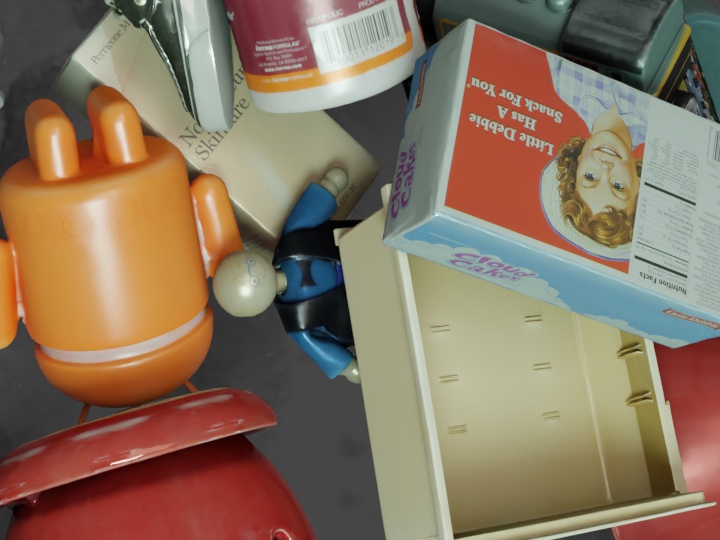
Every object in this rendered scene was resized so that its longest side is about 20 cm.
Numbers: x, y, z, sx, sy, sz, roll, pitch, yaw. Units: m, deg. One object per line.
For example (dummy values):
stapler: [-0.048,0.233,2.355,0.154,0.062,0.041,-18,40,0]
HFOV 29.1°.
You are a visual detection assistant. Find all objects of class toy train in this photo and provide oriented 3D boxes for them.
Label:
toy train: [0.113,-0.138,0.856,0.198,0.114,0.086,23,66,25]

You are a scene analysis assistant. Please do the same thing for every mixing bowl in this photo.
mixing bowl: [0.242,0.111,0.955,0.200,0.107,0.203,33,50,-50]

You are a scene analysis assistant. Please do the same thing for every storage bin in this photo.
storage bin: [0.099,0.055,0.820,0.196,0.094,0.203,-5,79,-26]

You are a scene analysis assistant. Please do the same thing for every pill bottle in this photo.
pill bottle: [-0.037,-0.205,0.811,0.113,0.114,0.203,-24,112,-23]

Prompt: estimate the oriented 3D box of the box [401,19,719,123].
box: [0.131,-0.119,0.945,0.038,0.198,0.139,-15,87,-59]

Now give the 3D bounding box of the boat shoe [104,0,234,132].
boat shoe: [-0.121,-0.178,0.822,0.063,0.071,0.203,-11,106,6]

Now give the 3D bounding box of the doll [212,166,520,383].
doll: [0.000,0.000,0.867,0.197,0.048,0.139,-6,79,-26]

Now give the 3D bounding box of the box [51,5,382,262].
box: [-0.094,-0.095,0.906,0.199,0.078,0.095,40,71,-14]

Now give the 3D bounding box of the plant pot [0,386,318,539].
plant pot: [-0.119,0.175,0.803,0.198,0.200,0.185,-15,84,-23]

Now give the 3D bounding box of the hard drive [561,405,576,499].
hard drive: [0.149,0.070,0.963,0.134,0.042,0.203,29,54,-53]

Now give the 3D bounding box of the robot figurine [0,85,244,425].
robot figurine: [-0.153,-0.004,0.837,0.144,0.115,0.203,-37,125,-51]

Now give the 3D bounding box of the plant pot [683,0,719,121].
plant pot: [0.214,-0.123,1.009,0.197,0.134,0.204,3,82,-22]

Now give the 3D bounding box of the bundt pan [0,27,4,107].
bundt pan: [-0.292,-0.140,0.776,0.199,0.202,0.077,18,53,-19]

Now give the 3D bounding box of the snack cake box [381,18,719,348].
snack cake box: [0.119,-0.043,0.765,0.198,0.067,0.117,19,70,-20]
